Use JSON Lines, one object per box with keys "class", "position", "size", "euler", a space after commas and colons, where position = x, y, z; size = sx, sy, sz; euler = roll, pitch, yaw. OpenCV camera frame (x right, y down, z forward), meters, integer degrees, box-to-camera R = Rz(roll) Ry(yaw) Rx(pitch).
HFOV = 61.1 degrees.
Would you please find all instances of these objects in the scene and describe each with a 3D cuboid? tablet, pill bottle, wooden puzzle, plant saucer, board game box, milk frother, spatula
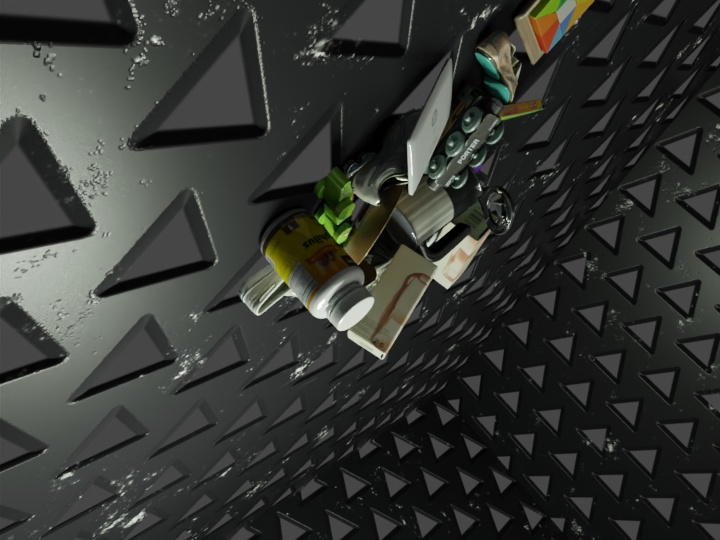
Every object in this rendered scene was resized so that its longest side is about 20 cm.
{"class": "tablet", "position": [0.116, -0.236, 1.003], "size": [0.131, 0.014, 0.201], "euler": [80, 30, -56]}
{"class": "pill bottle", "position": [-0.069, 0.000, 1.002], "size": [0.109, 0.200, 0.110], "euler": [-36, 159, -16]}
{"class": "wooden puzzle", "position": [0.365, -0.481, 1.103], "size": [0.185, 0.037, 0.200], "euler": [-48, 159, 12]}
{"class": "plant saucer", "position": [0.018, -0.097, 1.108], "size": [0.201, 0.035, 0.200], "euler": [-57, -171, 14]}
{"class": "board game box", "position": [0.282, -0.312, 1.216], "size": [0.095, 0.030, 0.199], "euler": [-5, -170, 44]}
{"class": "milk frother", "position": [0.174, -0.113, 1.209], "size": [0.187, 0.182, 0.200], "euler": [-37, -168, -17]}
{"class": "spatula", "position": [0.275, -0.230, 1.444], "size": [0.056, 0.021, 0.199], "euler": [-37, 165, 21]}

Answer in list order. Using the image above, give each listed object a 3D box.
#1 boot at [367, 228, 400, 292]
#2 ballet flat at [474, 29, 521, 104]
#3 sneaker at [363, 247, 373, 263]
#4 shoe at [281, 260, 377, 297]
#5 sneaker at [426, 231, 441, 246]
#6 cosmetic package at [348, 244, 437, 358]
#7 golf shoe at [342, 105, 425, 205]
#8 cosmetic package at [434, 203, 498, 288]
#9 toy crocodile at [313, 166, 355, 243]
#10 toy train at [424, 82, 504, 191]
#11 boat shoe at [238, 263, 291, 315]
{"class": "boot", "position": [0.038, -0.016, 1.367], "size": [0.204, 0.073, 0.154], "euler": [-50, 165, 10]}
{"class": "ballet flat", "position": [0.256, -0.364, 1.094], "size": [0.068, 0.068, 0.200], "euler": [-52, 161, 5]}
{"class": "sneaker", "position": [0.000, 0.000, 1.260], "size": [0.200, 0.109, 0.070], "euler": [-50, 159, 17]}
{"class": "shoe", "position": [-0.064, 0.018, 1.188], "size": [0.197, 0.071, 0.054], "euler": [-5, 145, -20]}
{"class": "sneaker", "position": [0.154, -0.083, 1.433], "size": [0.199, 0.073, 0.071], "euler": [-36, 155, -20]}
{"class": "cosmetic package", "position": [0.063, 0.064, 1.206], "size": [0.201, 0.087, 0.103], "euler": [-58, 173, -11]}
{"class": "golf shoe", "position": [0.067, -0.189, 1.036], "size": [0.200, 0.097, 0.078], "euler": [-44, 158, -4]}
{"class": "cosmetic package", "position": [0.229, -0.061, 1.428], "size": [0.103, 0.087, 0.201], "euler": [-44, 167, -32]}
{"class": "toy crocodile", "position": [-0.037, -0.109, 1.041], "size": [0.062, 0.068, 0.201], "euler": [-39, 161, -21]}
{"class": "toy train", "position": [0.181, -0.242, 1.119], "size": [0.084, 0.115, 0.201], "euler": [15, 128, -31]}
{"class": "boat shoe", "position": [-0.122, 0.008, 1.102], "size": [0.199, 0.065, 0.074], "euler": [-38, 158, -9]}
